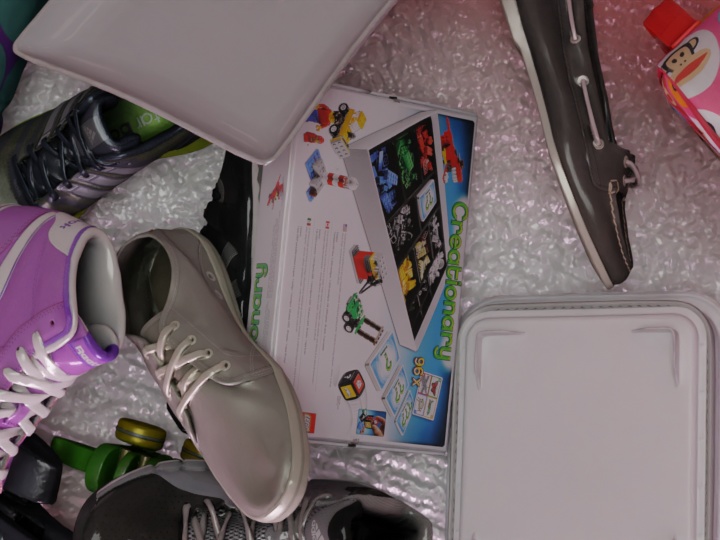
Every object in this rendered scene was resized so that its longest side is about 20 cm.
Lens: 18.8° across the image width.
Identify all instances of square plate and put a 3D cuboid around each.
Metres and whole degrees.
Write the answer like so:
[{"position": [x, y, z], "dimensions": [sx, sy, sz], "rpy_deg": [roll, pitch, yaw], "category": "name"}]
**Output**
[{"position": [-0.066, -0.159, 1.228], "dimensions": [0.197, 0.029, 0.200], "rpy_deg": [25, 67, 30], "category": "square plate"}]

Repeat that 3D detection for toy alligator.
[{"position": [-0.093, 0.134, 1.273], "dimensions": [0.199, 0.054, 0.060], "rpy_deg": [18, 91, 5], "category": "toy alligator"}]

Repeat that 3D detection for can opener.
[{"position": [-0.181, 0.162, 1.251], "dimensions": [0.200, 0.063, 0.079], "rpy_deg": [38, 122, 26], "category": "can opener"}]

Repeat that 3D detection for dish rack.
[{"position": [0.124, 0.108, 1.225], "dimensions": [0.170, 0.044, 0.202], "rpy_deg": [-2, 78, 19], "category": "dish rack"}]

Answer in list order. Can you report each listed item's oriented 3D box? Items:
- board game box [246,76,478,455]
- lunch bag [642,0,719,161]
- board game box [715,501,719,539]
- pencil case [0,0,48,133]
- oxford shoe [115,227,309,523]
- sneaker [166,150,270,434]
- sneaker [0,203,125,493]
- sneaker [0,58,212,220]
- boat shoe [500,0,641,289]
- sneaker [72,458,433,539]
[{"position": [0.000, 0.000, 1.236], "dimensions": [0.126, 0.035, 0.202], "rpy_deg": [9, 84, -33], "category": "board game box"}, {"position": [0.222, -0.079, 1.176], "dimensions": [0.082, 0.200, 0.176], "rpy_deg": [-43, 86, 8], "category": "lunch bag"}, {"position": [0.261, 0.177, 1.236], "dimensions": [0.199, 0.062, 0.201], "rpy_deg": [23, 92, 5], "category": "board game box"}, {"position": [-0.226, -0.182, 1.275], "dimensions": [0.092, 0.085, 0.201], "rpy_deg": [18, 92, 11], "category": "pencil case"}, {"position": [-0.086, 0.055, 1.184], "dimensions": [0.075, 0.058, 0.201], "rpy_deg": [-48, 52, 27], "category": "oxford shoe"}, {"position": [-0.082, -0.001, 1.267], "dimensions": [0.087, 0.076, 0.202], "rpy_deg": [-2, 86, 14], "category": "sneaker"}, {"position": [-0.191, 0.064, 1.198], "dimensions": [0.114, 0.072, 0.202], "rpy_deg": [11, 86, 39], "category": "sneaker"}, {"position": [-0.161, -0.076, 1.269], "dimensions": [0.199, 0.081, 0.074], "rpy_deg": [-32, 86, 4], "category": "sneaker"}, {"position": [0.131, -0.092, 1.250], "dimensions": [0.057, 0.067, 0.201], "rpy_deg": [-19, 84, 9], "category": "boat shoe"}, {"position": [-0.051, 0.140, 1.197], "dimensions": [0.199, 0.115, 0.076], "rpy_deg": [-1, 85, -24], "category": "sneaker"}]
